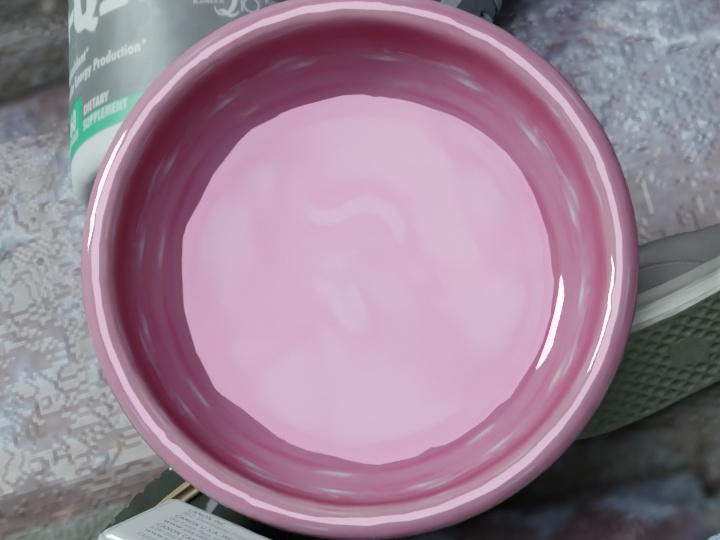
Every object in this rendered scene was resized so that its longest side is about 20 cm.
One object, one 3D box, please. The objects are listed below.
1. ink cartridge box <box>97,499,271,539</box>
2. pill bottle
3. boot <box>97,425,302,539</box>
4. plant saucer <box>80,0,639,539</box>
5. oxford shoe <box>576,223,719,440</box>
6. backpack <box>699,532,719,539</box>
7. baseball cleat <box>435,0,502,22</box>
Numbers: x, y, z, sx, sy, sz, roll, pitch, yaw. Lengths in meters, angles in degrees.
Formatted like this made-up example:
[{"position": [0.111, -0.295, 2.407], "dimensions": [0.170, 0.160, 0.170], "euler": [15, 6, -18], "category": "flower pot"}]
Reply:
[{"position": [-0.009, 0.193, 0.848], "dimensions": [0.200, 0.045, 0.176], "euler": [20, 115, 33], "category": "ink cartridge box"}, {"position": [-0.065, -0.122, 1.030], "dimensions": [0.113, 0.113, 0.200], "euler": [-8, 67, 11], "category": "pill bottle"}, {"position": [-0.049, 0.151, 0.948], "dimensions": [0.200, 0.077, 0.138], "euler": [-38, 70, 10], "category": "boot"}, {"position": [0.000, 0.000, 0.911], "dimensions": [0.200, 0.051, 0.201], "euler": [0, 79, 1], "category": "plant saucer"}, {"position": [0.145, 0.005, 0.956], "dimensions": [0.200, 0.075, 0.058], "euler": [-20, 42, 5], "category": "oxford shoe"}, {"position": [0.172, 0.170, 0.823], "dimensions": [0.153, 0.176, 0.200], "euler": [-22, 56, 5], "category": "backpack"}, {"position": [0.047, -0.119, 1.026], "dimensions": [0.106, 0.070, 0.200], "euler": [-1, 83, -13], "category": "baseball cleat"}]
